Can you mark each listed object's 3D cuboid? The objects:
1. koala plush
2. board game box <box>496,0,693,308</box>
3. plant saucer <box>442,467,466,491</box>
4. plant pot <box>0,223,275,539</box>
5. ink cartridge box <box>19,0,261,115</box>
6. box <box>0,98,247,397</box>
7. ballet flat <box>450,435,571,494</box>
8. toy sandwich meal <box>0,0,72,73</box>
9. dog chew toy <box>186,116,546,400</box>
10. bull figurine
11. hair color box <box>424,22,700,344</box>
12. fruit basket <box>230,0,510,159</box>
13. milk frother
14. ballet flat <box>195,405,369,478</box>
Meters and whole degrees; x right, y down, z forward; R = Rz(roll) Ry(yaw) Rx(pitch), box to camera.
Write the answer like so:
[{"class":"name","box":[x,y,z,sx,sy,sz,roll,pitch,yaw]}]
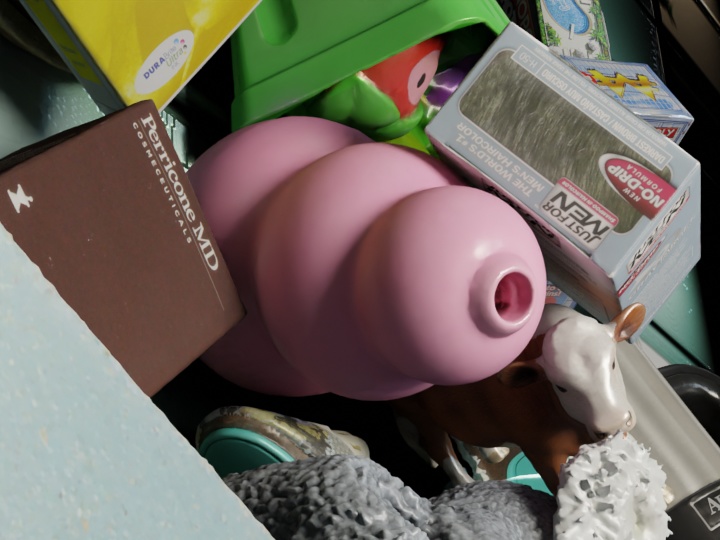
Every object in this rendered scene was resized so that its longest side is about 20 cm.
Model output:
[{"class":"koala plush","box":[0.034,0.136,0.668,0.184,0.177,0.200,53,33,11]},{"class":"board game box","box":[0.117,-0.090,1.053,0.062,0.200,0.201,3,66,-21]},{"class":"plant saucer","box":[0.056,0.149,0.896,0.200,0.019,0.070,-29,100,-84]},{"class":"plant pot","box":[-0.162,0.105,0.383,0.196,0.195,0.200,54,41,-32]},{"class":"ink cartridge box","box":[-0.081,-0.195,0.699,0.198,0.047,0.200,-50,135,-18]},{"class":"box","box":[-0.125,0.016,0.636,0.100,0.075,0.200,66,24,-11]},{"class":"ballet flat","box":[0.072,0.084,0.934,0.072,0.072,0.201,-49,127,-61]},{"class":"toy sandwich meal","box":[-0.127,-0.183,0.763,0.205,0.070,0.206,42,38,-46]},{"class":"dog chew toy","box":[0.000,0.000,0.745,0.124,0.200,0.125,-6,100,-35]},{"class":"bull figurine","box":[0.073,0.060,0.799,0.065,0.200,0.122,-35,114,-23]},{"class":"hair color box","box":[0.097,-0.032,0.794,0.099,0.061,0.200,39,0,15]},{"class":"fruit basket","box":[0.022,-0.063,0.901,0.216,0.155,0.216,57,19,-31]},{"class":"milk frother","box":[0.155,0.166,1.047,0.180,0.200,0.188,2,47,-55]},{"class":"ballet flat","box":[-0.013,0.113,0.796,0.072,0.072,0.201,-78,147,-47]}]
